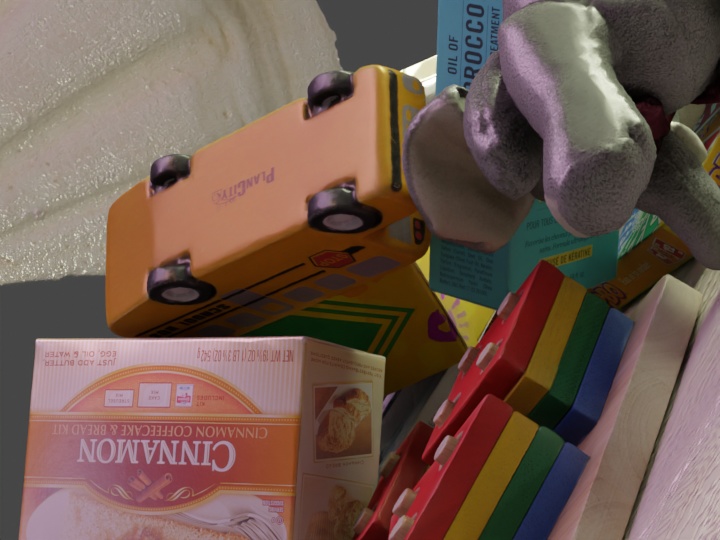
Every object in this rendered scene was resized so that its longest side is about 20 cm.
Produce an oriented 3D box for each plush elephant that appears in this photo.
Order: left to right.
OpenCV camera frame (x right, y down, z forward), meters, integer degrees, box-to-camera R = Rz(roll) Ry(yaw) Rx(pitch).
[{"bbox_3d":[0.104,-0.067,0.915,0.164,0.200,0.155,-35,-39,-15],"label":"plush elephant"}]

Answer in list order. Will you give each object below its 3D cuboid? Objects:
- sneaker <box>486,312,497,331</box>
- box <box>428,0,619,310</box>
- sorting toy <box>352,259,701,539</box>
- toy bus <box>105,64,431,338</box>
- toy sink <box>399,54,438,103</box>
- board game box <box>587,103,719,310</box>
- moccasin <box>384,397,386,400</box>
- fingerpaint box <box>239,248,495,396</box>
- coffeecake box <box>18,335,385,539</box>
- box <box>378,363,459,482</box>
[{"bbox_3d":[0.045,-0.022,1.311,0.073,0.077,0.200,-50,47,-1],"label":"sneaker"},{"bbox_3d":[0.077,-0.089,1.018,0.082,0.049,0.201,-16,-66,-45],"label":"box"},{"bbox_3d":[0.040,0.110,0.932,0.200,0.069,0.199,-55,4,40],"label":"sorting toy"},{"bbox_3d":[-0.037,-0.023,1.028,0.200,0.078,0.065,-23,58,41],"label":"toy bus"},{"bbox_3d":[0.059,-0.060,1.461,0.112,0.131,0.200,-26,-12,-27],"label":"toy sink"},{"bbox_3d":[0.145,-0.033,1.093,0.096,0.030,0.200,-59,1,-18],"label":"board game box"},{"bbox_3d":[0.032,0.080,1.363,0.202,0.073,0.078,-61,-4,-7],"label":"moccasin"},{"bbox_3d":[0.000,0.000,1.185,0.166,0.074,0.200,-25,15,29],"label":"fingerpaint box"},{"bbox_3d":[-0.076,0.134,1.039,0.073,0.153,0.201,17,-105,-57],"label":"coffeecake box"},{"bbox_3d":[0.039,0.095,1.196,0.117,0.060,0.200,-58,3,4],"label":"box"}]
